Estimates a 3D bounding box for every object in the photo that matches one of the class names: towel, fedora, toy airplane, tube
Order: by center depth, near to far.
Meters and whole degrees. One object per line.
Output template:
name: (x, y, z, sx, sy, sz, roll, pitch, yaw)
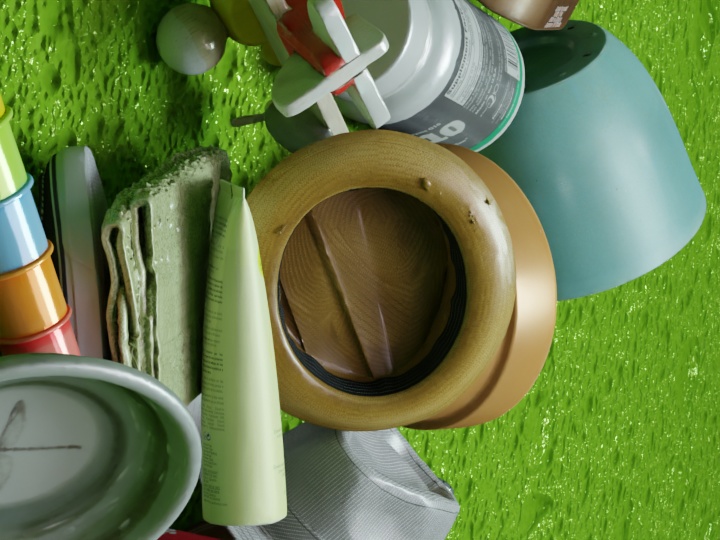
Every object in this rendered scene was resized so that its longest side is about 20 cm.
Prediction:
tube: (-0.071, 0.048, 1.480, 0.052, 0.058, 0.201, -10, 99, -54)
towel: (-0.112, 0.008, 1.487, 0.200, 0.036, 0.149, -49, 140, -71)
toy airplane: (-0.057, -0.151, 1.551, 0.199, 0.141, 0.200, 20, 49, -81)
fedora: (0.000, 0.000, 1.568, 0.082, 0.200, 0.201, -117, -157, -66)
fedora: (-0.004, 0.147, 1.631, 0.090, 0.177, 0.200, -45, 151, 14)

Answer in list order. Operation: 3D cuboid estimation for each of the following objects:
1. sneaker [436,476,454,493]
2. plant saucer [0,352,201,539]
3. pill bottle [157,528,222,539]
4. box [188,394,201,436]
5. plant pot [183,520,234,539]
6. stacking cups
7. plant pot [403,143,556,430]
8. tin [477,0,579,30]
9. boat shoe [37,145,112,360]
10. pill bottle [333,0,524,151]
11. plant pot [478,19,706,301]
sneaker: (0.000, 0.174, 1.876, 0.200, 0.074, 0.087, 18, 94, -58)
plant saucer: (-0.187, 0.102, 1.360, 0.200, 0.200, 0.050, 65, 4, -49)
pill bottle: (-0.103, 0.213, 1.500, 0.112, 0.200, 0.113, -32, 127, -58)
box: (-0.136, 0.050, 1.574, 0.200, 0.036, 0.145, 20, 80, -66)
plant pot: (-0.054, 0.256, 1.671, 0.200, 0.186, 0.187, 54, 49, -39)
stacking cups: (-0.197, -0.022, 1.349, 0.061, 0.060, 0.200, -44, 125, -52)
plant pot: (0.015, 0.019, 1.719, 0.140, 0.200, 0.201, -10, 108, -47)
tin: (0.102, -0.219, 1.880, 0.042, 0.112, 0.200, -58, 170, 13)
boat shoe: (-0.176, 0.029, 1.437, 0.072, 0.071, 0.201, 42, 45, -82)
pill bottle: (0.031, -0.151, 1.769, 0.200, 0.113, 0.113, 20, 80, -64)
plant pot: (0.152, -0.097, 1.959, 0.201, 0.200, 0.161, -52, 130, -46)
